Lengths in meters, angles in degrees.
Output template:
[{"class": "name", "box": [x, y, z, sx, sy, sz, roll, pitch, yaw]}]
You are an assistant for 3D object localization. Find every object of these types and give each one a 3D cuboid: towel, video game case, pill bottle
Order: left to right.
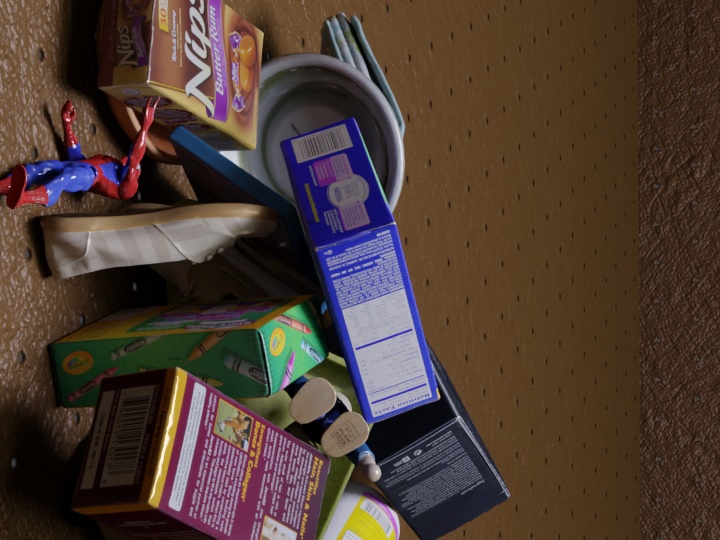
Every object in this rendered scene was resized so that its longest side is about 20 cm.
[{"class": "video game case", "box": [-0.100, -0.043, 1.415, 0.018, 0.143, 0.200, -49, 157, -16]}, {"class": "pill bottle", "box": [-0.034, 0.320, 1.617, 0.200, 0.103, 0.105, -53, 135, -56]}, {"class": "towel", "box": [-0.005, -0.146, 1.595, 0.172, 0.048, 0.201, 99, -21, -49]}]

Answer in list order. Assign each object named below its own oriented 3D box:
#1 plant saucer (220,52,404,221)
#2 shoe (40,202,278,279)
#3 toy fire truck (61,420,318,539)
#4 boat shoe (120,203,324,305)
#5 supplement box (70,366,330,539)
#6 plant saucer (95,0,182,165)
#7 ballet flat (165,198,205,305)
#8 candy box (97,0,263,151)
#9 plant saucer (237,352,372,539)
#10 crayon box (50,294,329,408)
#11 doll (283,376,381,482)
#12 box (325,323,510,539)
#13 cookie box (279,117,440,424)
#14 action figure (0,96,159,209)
[{"class": "plant saucer", "box": [-0.045, -0.111, 1.479, 0.050, 0.198, 0.202, -28, 113, -67]}, {"class": "shoe", "box": [-0.166, -0.026, 1.272, 0.070, 0.198, 0.054, -174, -100, -76]}, {"class": "toy fire truck", "box": [-0.140, 0.189, 1.334, 0.201, 0.128, 0.177, -61, 141, -46]}, {"class": "boat shoe", "box": [-0.130, 0.009, 1.350, 0.075, 0.199, 0.069, -52, -165, 58]}, {"class": "supplement box", "box": [-0.121, 0.168, 1.204, 0.200, 0.085, 0.111, 38, 53, -44]}, {"class": "plant saucer", "box": [-0.186, -0.196, 1.401, 0.200, 0.037, 0.202, -3, 90, -67]}, {"class": "ballet flat", "box": [-0.150, 0.033, 1.423, 0.067, 0.067, 0.202, -4, 92, -63]}, {"class": "candy box", "box": [-0.156, -0.188, 1.357, 0.200, 0.056, 0.118, 25, 65, -63]}, {"class": "plant saucer", "box": [-0.089, 0.161, 1.460, 0.199, 0.048, 0.201, 27, 85, -41]}, {"class": "crayon box", "box": [-0.141, 0.067, 1.269, 0.119, 0.198, 0.059, -30, 113, -64]}, {"class": "doll", "box": [-0.027, 0.134, 1.363, 0.137, 0.048, 0.200, 47, -3, 1]}, {"class": "box", "box": [0.055, 0.166, 1.720, 0.197, 0.123, 0.201, 54, 7, -50]}, {"class": "cookie box", "box": [0.000, 0.000, 1.327, 0.172, 0.075, 0.201, -109, -177, -52]}, {"class": "action figure", "box": [-0.231, -0.102, 1.237, 0.200, 0.065, 0.100, -7, 111, -67]}]
